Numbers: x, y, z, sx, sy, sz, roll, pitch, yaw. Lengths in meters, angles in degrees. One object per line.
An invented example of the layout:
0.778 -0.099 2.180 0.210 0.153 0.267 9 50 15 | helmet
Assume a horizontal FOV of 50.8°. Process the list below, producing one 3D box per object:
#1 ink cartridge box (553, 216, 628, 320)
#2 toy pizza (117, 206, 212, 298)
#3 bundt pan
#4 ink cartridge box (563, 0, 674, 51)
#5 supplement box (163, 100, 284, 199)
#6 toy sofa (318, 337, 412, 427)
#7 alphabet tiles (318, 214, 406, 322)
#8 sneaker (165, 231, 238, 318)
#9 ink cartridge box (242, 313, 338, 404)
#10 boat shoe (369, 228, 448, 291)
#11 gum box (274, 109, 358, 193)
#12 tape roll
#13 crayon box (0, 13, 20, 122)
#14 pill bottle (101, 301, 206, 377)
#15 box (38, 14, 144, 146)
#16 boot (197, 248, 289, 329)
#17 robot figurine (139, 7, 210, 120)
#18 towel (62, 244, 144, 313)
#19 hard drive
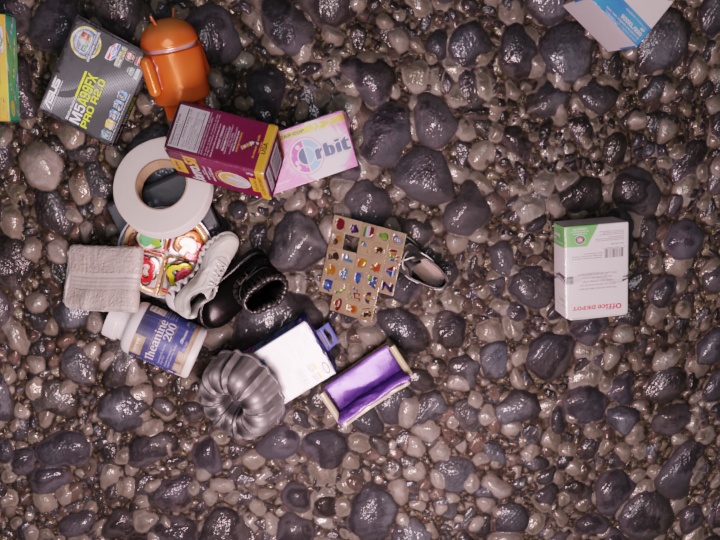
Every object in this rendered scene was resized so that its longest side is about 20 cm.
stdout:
0.499 -0.006 1.648 0.142 0.084 0.205 -4 102 -4 | ink cartridge box
-0.400 -0.031 1.558 0.195 0.032 0.205 -4 114 -9 | toy pizza
-0.260 0.272 1.592 0.198 0.076 0.206 14 123 22 | bundt pan
0.538 -0.567 1.507 0.144 0.147 0.201 38 96 -11 | ink cartridge box
-0.254 -0.226 1.442 0.195 0.131 0.105 15 75 5 | supplement box
0.011 0.243 1.648 0.198 0.098 0.084 -34 103 3 | toy sofa
0.000 0.000 1.615 0.163 0.008 0.205 15 101 13 | alphabet tiles
-0.309 0.012 1.550 0.201 0.081 0.075 -53 137 -4 | sneaker
-0.141 0.190 1.634 0.197 0.076 0.138 -30 102 3 | ink cartridge box
0.104 -0.024 1.619 0.198 0.068 0.073 34 98 -7 | boat shoe
-0.104 -0.245 1.555 0.196 0.066 0.116 -18 103 -1 | gum box
-0.393 -0.166 1.513 0.197 0.037 0.208 0 75 1 | tape roll
-0.734 -0.395 1.474 0.116 0.058 0.205 2 101 -6 | crayon box
-0.429 0.135 1.579 0.196 0.111 0.113 25 99 -8 | pill bottle
-0.522 -0.373 1.504 0.158 0.044 0.203 26 98 -10 | box
-0.244 0.061 1.549 0.079 0.158 0.212 36 96 -35 | boot
-0.358 -0.397 1.469 0.141 0.117 0.204 -18 117 -18 | robot figurine
-0.521 0.015 1.528 0.196 0.034 0.136 1 84 26 | towel
-0.405 -0.115 1.572 0.196 0.033 0.142 -23 102 0 | hard drive
